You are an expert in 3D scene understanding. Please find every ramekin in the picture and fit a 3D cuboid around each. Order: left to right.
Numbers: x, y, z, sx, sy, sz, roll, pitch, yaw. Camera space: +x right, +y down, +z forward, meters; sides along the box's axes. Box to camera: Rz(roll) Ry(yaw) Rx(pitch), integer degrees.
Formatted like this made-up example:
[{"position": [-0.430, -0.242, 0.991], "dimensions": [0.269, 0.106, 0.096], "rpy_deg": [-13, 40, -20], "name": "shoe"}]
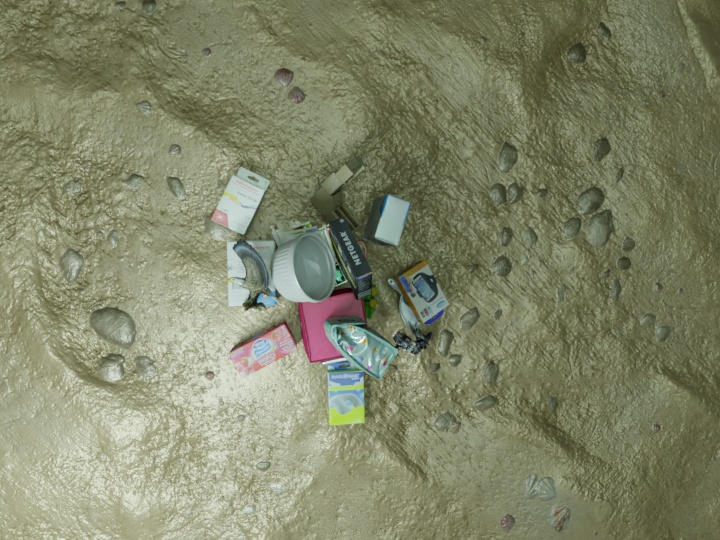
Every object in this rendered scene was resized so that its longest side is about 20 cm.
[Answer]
[{"position": [-0.171, -0.002, 1.555], "dimensions": [0.105, 0.200, 0.201], "rpy_deg": [-11, 93, 33], "name": "ramekin"}]

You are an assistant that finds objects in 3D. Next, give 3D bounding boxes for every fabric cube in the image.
[{"position": [-0.090, 0.168, 1.697], "dimensions": [0.199, 0.199, 0.197], "rpy_deg": [-9, 94, -8], "name": "fabric cube"}]

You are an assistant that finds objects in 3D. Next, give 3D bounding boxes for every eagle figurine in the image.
[{"position": [-0.311, 0.013, 1.527], "dimensions": [0.151, 0.151, 0.201], "rpy_deg": [7, 91, 33], "name": "eagle figurine"}]

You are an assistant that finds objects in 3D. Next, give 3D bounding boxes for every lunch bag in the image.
[{"position": [-0.013, 0.200, 1.523], "dimensions": [0.200, 0.170, 0.122], "rpy_deg": [35, 87, -10], "name": "lunch bag"}]

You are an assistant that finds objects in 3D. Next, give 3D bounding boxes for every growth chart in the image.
[{"position": [-0.176, -0.089, 1.632], "dimensions": [0.200, 0.018, 0.145], "rpy_deg": [-1, 118, 21], "name": "growth chart"}]

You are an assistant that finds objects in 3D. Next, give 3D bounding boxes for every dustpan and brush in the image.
[{"position": [0.162, 0.096, 1.802], "dimensions": [0.200, 0.057, 0.140], "rpy_deg": [43, 85, -7], "name": "dustpan and brush"}]

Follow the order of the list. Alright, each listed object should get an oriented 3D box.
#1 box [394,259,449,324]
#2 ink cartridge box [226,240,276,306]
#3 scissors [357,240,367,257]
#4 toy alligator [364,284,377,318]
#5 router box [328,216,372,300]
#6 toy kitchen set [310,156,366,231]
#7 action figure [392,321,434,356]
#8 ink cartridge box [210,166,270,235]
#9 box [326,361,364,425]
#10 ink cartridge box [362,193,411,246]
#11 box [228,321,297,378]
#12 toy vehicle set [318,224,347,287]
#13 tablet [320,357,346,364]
[{"position": [0.211, 0.080, 1.779], "dimensions": [0.119, 0.041, 0.200], "rpy_deg": [-33, 96, -20], "name": "box"}, {"position": [-0.339, 0.006, 1.684], "dimensions": [0.147, 0.145, 0.201], "rpy_deg": [0, 91, -7], "name": "ink cartridge box"}, {"position": [0.000, 0.000, 1.800], "dimensions": [0.073, 0.014, 0.200], "rpy_deg": [-13, 92, -9], "name": "scissors"}, {"position": [0.031, 0.117, 1.789], "dimensions": [0.054, 0.059, 0.201], "rpy_deg": [0, 91, -49], "name": "toy alligator"}, {"position": [-0.029, -0.034, 1.567], "dimensions": [0.052, 0.157, 0.200], "rpy_deg": [-22, 66, -10], "name": "router box"}, {"position": [-0.014, -0.249, 1.723], "dimensions": [0.181, 0.200, 0.163], "rpy_deg": [50, 43, -4], "name": "toy kitchen set"}, {"position": [0.165, 0.228, 1.774], "dimensions": [0.119, 0.200, 0.102], "rpy_deg": [-50, 63, 28], "name": "action figure"}, {"position": [-0.382, -0.227, 1.712], "dimensions": [0.116, 0.067, 0.200], "rpy_deg": [25, 88, -8], "name": "ink cartridge box"}, {"position": [-0.048, 0.410, 1.784], "dimensions": [0.122, 0.048, 0.201], "rpy_deg": [-2, 92, -9], "name": "box"}, {"position": [0.081, -0.158, 1.717], "dimensions": [0.084, 0.200, 0.145], "rpy_deg": [18, 89, -12], "name": "ink cartridge box"}, {"position": [-0.310, 0.252, 1.716], "dimensions": [0.200, 0.100, 0.096], "rpy_deg": [-27, 95, -6], "name": "box"}, {"position": [-0.098, -0.047, 1.772], "dimensions": [0.124, 0.027, 0.200], "rpy_deg": [-25, 94, -2], "name": "toy vehicle set"}, {"position": [-0.066, 0.280, 1.702], "dimensions": [0.130, 0.200, 0.014], "rpy_deg": [-10, 83, -8], "name": "tablet"}]
